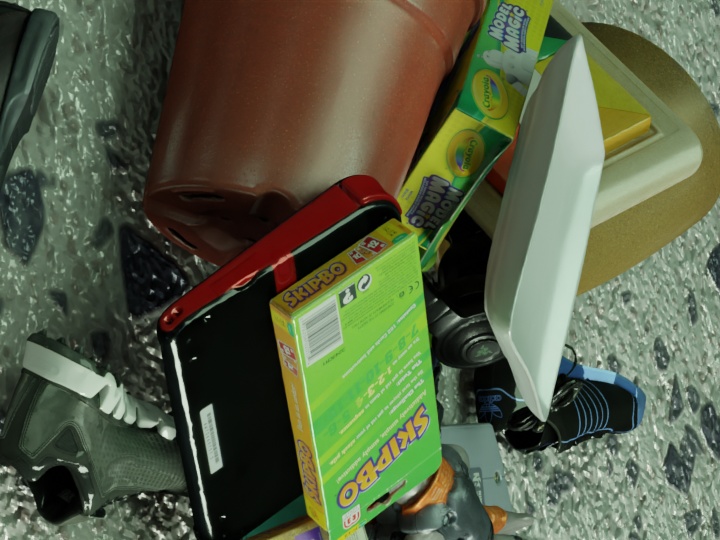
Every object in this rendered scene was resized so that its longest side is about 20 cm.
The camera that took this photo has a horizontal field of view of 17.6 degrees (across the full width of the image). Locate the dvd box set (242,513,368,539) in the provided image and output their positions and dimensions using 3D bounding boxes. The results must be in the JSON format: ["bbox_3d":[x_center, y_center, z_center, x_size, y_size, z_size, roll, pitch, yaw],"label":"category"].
[{"bbox_3d":[-0.065,0.239,1.399,0.199,0.029,0.148,-19,96,-38],"label":"dvd box set"}]

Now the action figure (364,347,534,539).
[{"bbox_3d":[0.068,0.149,1.564,0.193,0.104,0.201,45,50,-44],"label":"action figure"}]

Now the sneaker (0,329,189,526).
[{"bbox_3d":[-0.151,0.108,1.334,0.091,0.066,0.200,-63,151,-10],"label":"sneaker"}]

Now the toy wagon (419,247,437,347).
[{"bbox_3d":[0.000,0.000,1.605,0.155,0.039,0.202,-4,85,-57],"label":"toy wagon"}]

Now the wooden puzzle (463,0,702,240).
[{"bbox_3d":[0.119,-0.115,1.647,0.184,0.200,0.037,-26,151,-25],"label":"wooden puzzle"}]

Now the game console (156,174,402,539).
[{"bbox_3d":[-0.040,0.054,1.367,0.176,0.031,0.201,-33,139,-25],"label":"game console"}]

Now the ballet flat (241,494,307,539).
[{"bbox_3d":[-0.041,0.190,1.493,0.065,0.070,0.202,27,60,-82],"label":"ballet flat"}]

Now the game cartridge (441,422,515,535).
[{"bbox_3d":[0.067,0.211,1.663,0.133,0.041,0.202,5,79,-60],"label":"game cartridge"}]

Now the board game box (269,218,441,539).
[{"bbox_3d":[0.001,0.071,1.377,0.095,0.030,0.201,-34,136,-25],"label":"board game box"}]

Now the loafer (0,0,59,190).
[{"bbox_3d":[-0.223,-0.065,1.276,0.072,0.062,0.201,108,-1,-59],"label":"loafer"}]

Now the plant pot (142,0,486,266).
[{"bbox_3d":[-0.040,-0.107,1.446,0.201,0.199,0.197,38,61,-46],"label":"plant pot"}]

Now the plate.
[{"bbox_3d":[0.117,-0.024,1.493,0.200,0.032,0.201,60,41,-68],"label":"plate"}]

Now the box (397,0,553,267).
[{"bbox_3d":[0.069,-0.101,1.516,0.048,0.118,0.201,26,42,-9],"label":"box"}]

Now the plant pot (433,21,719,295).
[{"bbox_3d":[0.145,-0.054,1.732,0.200,0.185,0.187,-44,120,-38],"label":"plant pot"}]

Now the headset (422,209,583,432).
[{"bbox_3d":[0.074,0.029,1.606,0.200,0.094,0.124,42,30,-16],"label":"headset"}]

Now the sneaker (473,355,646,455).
[{"bbox_3d":[0.151,0.109,1.789,0.199,0.070,0.079,24,67,-45],"label":"sneaker"}]
